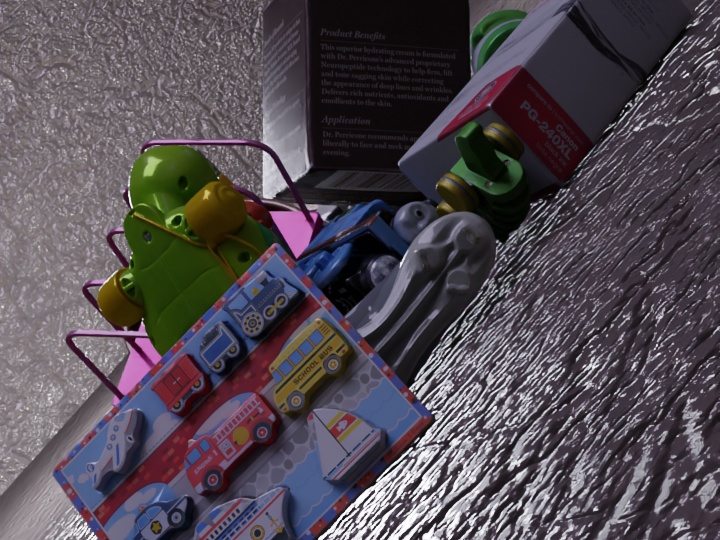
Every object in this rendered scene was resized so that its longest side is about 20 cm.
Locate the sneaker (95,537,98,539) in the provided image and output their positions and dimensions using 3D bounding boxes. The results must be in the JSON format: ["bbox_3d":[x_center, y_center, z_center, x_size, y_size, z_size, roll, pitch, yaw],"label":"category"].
[{"bbox_3d":[-0.178,0.221,0.955,0.115,0.075,0.200,-41,13,18],"label":"sneaker"}]

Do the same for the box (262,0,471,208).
[{"bbox_3d":[0.003,-0.173,1.335,0.164,0.166,0.201,155,115,-70],"label":"box"}]

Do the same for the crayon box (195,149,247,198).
[{"bbox_3d":[-0.127,-0.008,1.356,0.126,0.200,0.052,-37,12,48],"label":"crayon box"}]

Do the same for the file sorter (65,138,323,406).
[{"bbox_3d":[-0.138,0.004,1.142,0.139,0.125,0.200,1,57,24],"label":"file sorter"}]

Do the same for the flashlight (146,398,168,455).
[{"bbox_3d":[-0.092,0.111,0.939,0.068,0.068,0.200,-63,-10,-9],"label":"flashlight"}]

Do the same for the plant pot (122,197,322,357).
[{"bbox_3d":[-0.105,0.041,1.242,0.200,0.093,0.201,-11,53,15],"label":"plant pot"}]

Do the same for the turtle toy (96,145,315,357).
[{"bbox_3d":[-0.109,-0.003,0.994,0.146,0.200,0.101,-39,-12,30],"label":"turtle toy"}]

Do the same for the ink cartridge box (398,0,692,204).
[{"bbox_3d":[0.140,-0.137,1.050,0.200,0.083,0.145,-49,9,-26],"label":"ink cartridge box"}]

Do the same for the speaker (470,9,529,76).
[{"bbox_3d":[0.148,-0.205,1.332,0.088,0.088,0.200,-44,8,11],"label":"speaker"}]

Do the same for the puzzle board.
[{"bbox_3d":[-0.075,0.103,0.809,0.200,0.151,0.017,-46,-26,5],"label":"puzzle board"}]

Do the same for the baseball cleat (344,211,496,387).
[{"bbox_3d":[0.018,0.048,0.902,0.200,0.070,0.106,-44,-8,0],"label":"baseball cleat"}]

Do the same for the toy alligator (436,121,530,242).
[{"bbox_3d":[0.091,-0.044,0.958,0.059,0.054,0.200,-47,-17,-13],"label":"toy alligator"}]

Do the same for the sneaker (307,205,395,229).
[{"bbox_3d":[-0.030,-0.038,1.485,0.200,0.074,0.089,-35,10,11],"label":"sneaker"}]

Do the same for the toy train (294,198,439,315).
[{"bbox_3d":[0.000,0.000,1.072,0.114,0.087,0.200,-52,10,-21],"label":"toy train"}]
